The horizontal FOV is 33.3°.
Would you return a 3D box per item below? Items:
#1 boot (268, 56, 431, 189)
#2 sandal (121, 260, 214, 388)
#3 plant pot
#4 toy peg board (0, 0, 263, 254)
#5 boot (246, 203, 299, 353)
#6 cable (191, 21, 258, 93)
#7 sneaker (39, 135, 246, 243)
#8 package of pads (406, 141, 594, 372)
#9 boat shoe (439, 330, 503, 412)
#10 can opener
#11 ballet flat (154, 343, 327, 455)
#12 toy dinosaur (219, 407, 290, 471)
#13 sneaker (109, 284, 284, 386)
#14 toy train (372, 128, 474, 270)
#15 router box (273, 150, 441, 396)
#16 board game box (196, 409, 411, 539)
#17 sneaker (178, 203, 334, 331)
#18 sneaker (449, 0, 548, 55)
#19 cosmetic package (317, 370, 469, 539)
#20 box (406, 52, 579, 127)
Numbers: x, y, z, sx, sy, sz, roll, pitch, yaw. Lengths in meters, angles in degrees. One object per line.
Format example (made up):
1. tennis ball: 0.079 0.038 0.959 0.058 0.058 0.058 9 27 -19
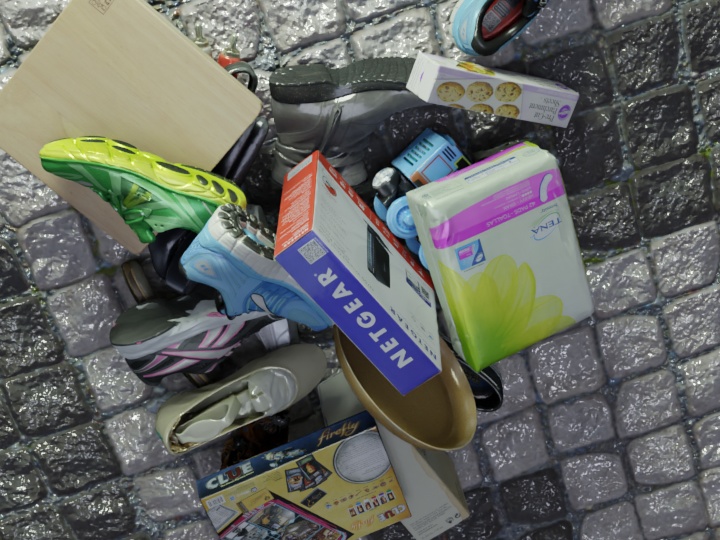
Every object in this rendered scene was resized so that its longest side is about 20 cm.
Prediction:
1. boot: 0.002 -0.149 1.256 0.199 0.070 0.132 -1 120 2
2. sandal: -0.194 0.066 1.323 0.054 0.080 0.201 -34 110 -14
3. plant pot: 0.043 0.108 1.260 0.200 0.200 0.027 37 121 -19
4. toy peg board: -0.230 -0.161 1.187 0.200 0.098 0.199 40 105 -12
5. boot: -0.130 0.030 1.315 0.095 0.074 0.201 -13 106 6
6. cable: -0.159 -0.155 1.248 0.097 0.050 0.201 5 123 -6
7. sneaker: -0.209 -0.069 1.128 0.199 0.074 0.084 19 105 -6
8. package of pads: 0.149 -0.017 1.239 0.154 0.068 0.201 -24 114 -13
9. boat shoe: 0.080 0.102 1.368 0.199 0.057 0.069 25 109 -16
10. can opener: -0.152 -0.072 1.236 0.078 0.063 0.201 29 90 15
11. ballet flat: -0.125 0.141 1.276 0.199 0.070 0.070 -25 114 4
12. toy dinosaur: -0.120 0.226 1.371 0.102 0.136 0.200 -1 138 -6
13. sneaker: -0.155 0.061 1.256 0.199 0.080 0.087 -16 129 0
14. toy train: 0.102 -0.053 1.290 0.114 0.087 0.200 -43 113 4
15. router box: 0.000 0.000 1.199 0.049 0.180 0.200 -35 114 18
16. board game box: -0.058 0.245 1.290 0.199 0.035 0.136 -22 120 -3
17. sneaker: -0.099 0.010 1.160 0.090 0.079 0.200 -36 137 17
18. sneaker: 0.173 -0.286 1.183 0.078 0.090 0.200 33 107 -17
19. cosmetic package: 0.038 0.206 1.373 0.073 0.104 0.200 -32 120 9
20. box: 0.136 -0.181 1.215 0.199 0.039 0.042 5 116 -38
